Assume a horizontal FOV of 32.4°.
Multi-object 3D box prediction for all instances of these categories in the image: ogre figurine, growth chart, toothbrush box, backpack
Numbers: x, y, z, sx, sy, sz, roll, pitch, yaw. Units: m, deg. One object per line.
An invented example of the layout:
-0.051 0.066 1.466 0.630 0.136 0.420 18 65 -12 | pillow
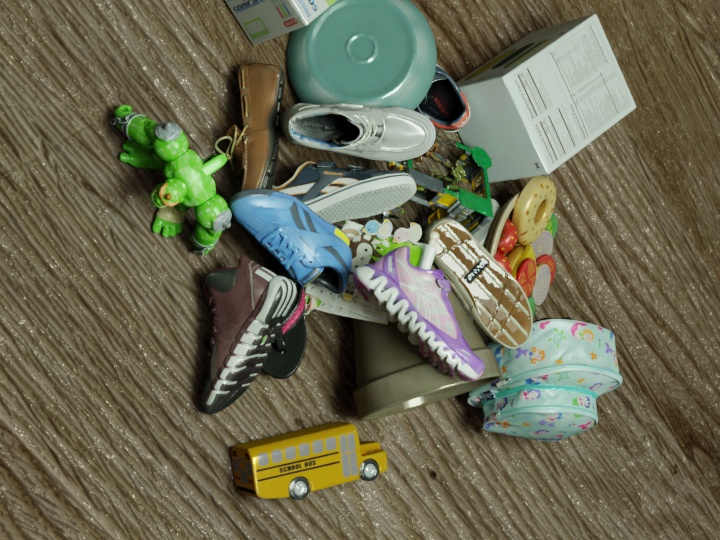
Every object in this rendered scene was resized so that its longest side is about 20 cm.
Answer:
-0.218 -0.111 1.479 0.097 0.120 0.202 -18 98 -31 | ogre figurine
0.000 0.000 1.592 0.018 0.198 0.146 38 61 -61 | growth chart
-0.059 -0.386 1.572 0.200 0.145 0.086 -43 111 -26 | toothbrush box
0.257 0.147 1.703 0.176 0.200 0.152 14 56 -32 | backpack

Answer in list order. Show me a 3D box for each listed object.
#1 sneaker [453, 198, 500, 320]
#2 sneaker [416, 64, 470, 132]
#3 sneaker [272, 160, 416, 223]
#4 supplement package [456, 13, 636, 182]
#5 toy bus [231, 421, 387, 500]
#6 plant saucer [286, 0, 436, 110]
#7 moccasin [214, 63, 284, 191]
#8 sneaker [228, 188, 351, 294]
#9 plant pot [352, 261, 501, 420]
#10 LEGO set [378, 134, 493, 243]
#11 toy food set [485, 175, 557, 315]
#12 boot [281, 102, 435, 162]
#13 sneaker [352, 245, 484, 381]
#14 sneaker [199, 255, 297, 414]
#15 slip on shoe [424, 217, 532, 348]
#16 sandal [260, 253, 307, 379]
0.159 -0.001 1.754 0.088 0.075 0.202 29 79 -41 | sneaker
0.073 -0.265 1.661 0.200 0.085 0.075 39 96 -6 | sneaker
-0.031 -0.106 1.583 0.198 0.079 0.080 -16 65 -2 | sneaker
0.253 -0.243 1.762 0.199 0.151 0.152 -36 107 -28 | supplement package
-0.064 0.246 1.601 0.198 0.065 0.079 -9 92 -32 | toy bus
0.001 -0.284 1.611 0.198 0.036 0.202 0 80 0 | plant saucer
-0.141 -0.164 1.556 0.077 0.074 0.204 4 83 0 | moccasin
-0.081 -0.033 1.516 0.199 0.066 0.079 31 47 -41 | sneaker
0.067 0.087 1.630 0.198 0.200 0.175 -11 79 -32 | plant pot
0.086 -0.111 1.700 0.199 0.116 0.155 12 53 -35 | LEGO set
0.233 -0.019 1.763 0.201 0.048 0.199 -58 145 -31 | toy food set
0.001 -0.169 1.544 0.198 0.096 0.074 2 102 -6 | boot
0.085 0.046 1.502 0.088 0.081 0.200 -42 78 -13 | sneaker
-0.168 0.071 1.542 0.201 0.115 0.076 -58 159 12 | sneaker
0.153 0.015 1.626 0.076 0.061 0.200 -43 100 -2 | slip on shoe
-0.100 0.036 1.578 0.074 0.045 0.202 6 79 5 | sandal
